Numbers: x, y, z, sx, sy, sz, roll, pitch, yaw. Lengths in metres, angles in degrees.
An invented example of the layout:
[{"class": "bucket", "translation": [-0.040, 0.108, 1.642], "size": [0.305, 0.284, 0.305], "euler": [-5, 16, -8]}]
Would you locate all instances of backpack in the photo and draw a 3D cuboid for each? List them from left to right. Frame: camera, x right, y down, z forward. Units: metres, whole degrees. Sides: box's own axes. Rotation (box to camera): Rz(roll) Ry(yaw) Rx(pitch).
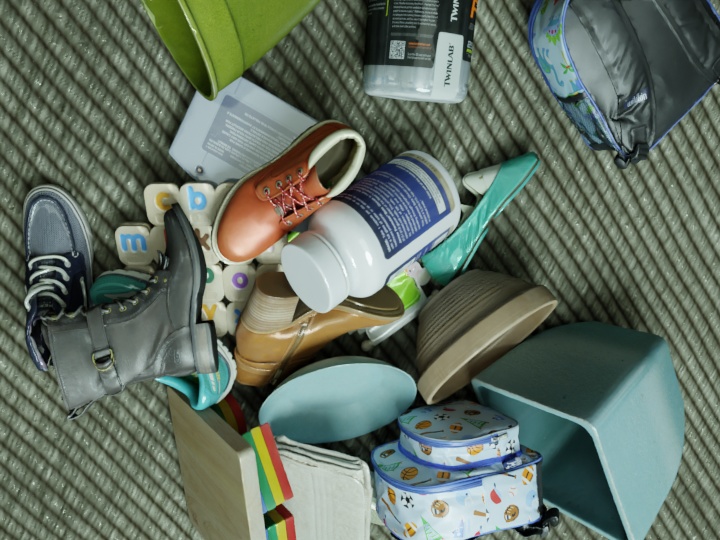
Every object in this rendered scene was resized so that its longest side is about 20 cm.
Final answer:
[{"class": "backpack", "translation": [0.108, 0.250, 0.775], "size": [0.187, 0.199, 0.158], "euler": [-15, 94, -23]}, {"class": "backpack", "translation": [0.288, -0.258, 0.720], "size": [0.183, 0.147, 0.201], "euler": [-42, 112, 1]}]

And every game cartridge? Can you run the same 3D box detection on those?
[{"class": "game cartridge", "translation": [-0.110, -0.130, 0.729], "size": [0.197, 0.041, 0.135], "euler": [28, 93, -10]}]

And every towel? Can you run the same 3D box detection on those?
[{"class": "towel", "translation": [-0.051, 0.289, 0.799], "size": [0.129, 0.035, 0.204], "euler": [12, 128, 14]}]

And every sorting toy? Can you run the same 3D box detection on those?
[{"class": "sorting toy", "translation": [-0.147, 0.248, 0.750], "size": [0.068, 0.198, 0.204], "euler": [-17, 112, -34]}]

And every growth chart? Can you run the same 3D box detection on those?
[{"class": "growth chart", "translation": [0.000, 0.000, 0.796], "size": [0.144, 0.018, 0.200], "euler": [-42, 105, 2]}]

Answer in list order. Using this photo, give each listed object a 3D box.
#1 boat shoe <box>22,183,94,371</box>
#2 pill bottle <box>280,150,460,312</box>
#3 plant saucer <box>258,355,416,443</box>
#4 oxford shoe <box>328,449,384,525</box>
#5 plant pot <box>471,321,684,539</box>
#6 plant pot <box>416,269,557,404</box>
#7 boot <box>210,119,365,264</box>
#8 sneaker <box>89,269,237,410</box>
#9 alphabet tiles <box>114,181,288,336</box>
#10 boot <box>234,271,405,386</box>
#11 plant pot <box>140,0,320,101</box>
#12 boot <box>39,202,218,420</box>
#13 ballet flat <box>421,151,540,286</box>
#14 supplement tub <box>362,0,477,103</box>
[{"class": "boat shoe", "translation": [-0.335, 0.011, 0.699], "size": [0.073, 0.093, 0.205], "euler": [-8, 105, -8]}, {"class": "pill bottle", "translation": [0.011, -0.042, 0.702], "size": [0.199, 0.110, 0.113], "euler": [-36, 110, -30]}, {"class": "plant saucer", "translation": [-0.029, 0.153, 0.784], "size": [0.196, 0.039, 0.203], "euler": [-9, 144, -7]}, {"class": "oxford shoe", "translation": [-0.035, 0.270, 0.841], "size": [0.197, 0.059, 0.075], "euler": [29, 142, -8]}, {"class": "plant pot", "translation": [0.299, 0.177, 0.806], "size": [0.199, 0.195, 0.199], "euler": [-36, 113, -23]}, {"class": "plant pot", "translation": [0.136, 0.066, 0.778], "size": [0.199, 0.201, 0.093], "euler": [-37, 69, 0]}, {"class": "boot", "translation": [-0.076, -0.079, 0.656], "size": [0.200, 0.107, 0.075], "euler": [-45, 113, -3]}, {"class": "sneaker", "translation": [-0.227, 0.076, 0.718], "size": [0.199, 0.080, 0.078], "euler": [40, 122, -2]}, {"class": "alphabet tiles", "translation": [-0.180, -0.009, 0.740], "size": [0.194, 0.015, 0.200], "euler": [0, 118, -1]}, {"class": "boot", "translation": [-0.054, 0.080, 0.764], "size": [0.196, 0.077, 0.157], "euler": [-1, 132, -28]}, {"class": "plant pot", "translation": [-0.117, -0.307, 0.623], "size": [0.191, 0.200, 0.203], "euler": [-33, 108, -13]}, {"class": "boot", "translation": [-0.243, 0.038, 0.658], "size": [0.170, 0.069, 0.205], "euler": [-9, 81, -8]}, {"class": "ballet flat", "translation": [0.141, -0.077, 0.783], "size": [0.070, 0.067, 0.202], "euler": [35, 93, -2]}, {"class": "supplement tub", "translation": [0.067, -0.290, 0.685], "size": [0.119, 0.123, 0.205], "euler": [2, 104, -11]}]
